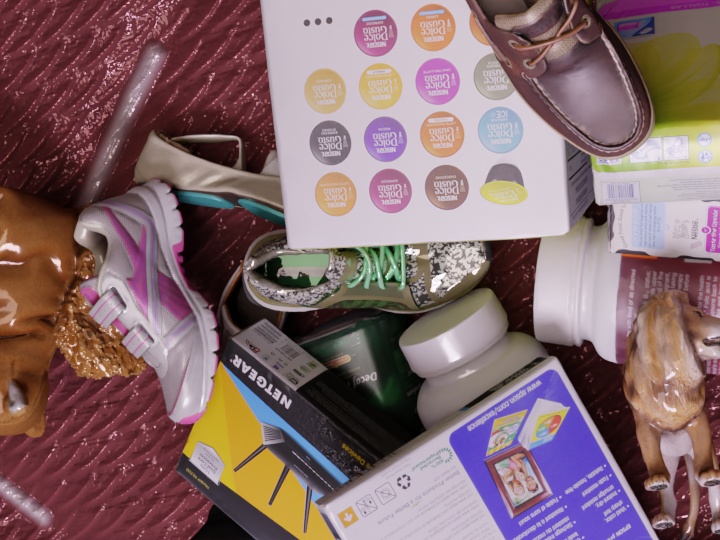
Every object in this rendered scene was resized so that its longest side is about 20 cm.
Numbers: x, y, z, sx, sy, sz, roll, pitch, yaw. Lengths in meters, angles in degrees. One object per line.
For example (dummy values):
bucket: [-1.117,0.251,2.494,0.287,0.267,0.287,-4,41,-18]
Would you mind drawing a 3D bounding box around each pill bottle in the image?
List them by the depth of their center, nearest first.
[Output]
pill bottle: [0.232,0.015,0.976,0.198,0.114,0.115,6,102,15]
pill bottle: [0.112,0.120,1.023,0.112,0.112,0.201,-25,101,20]

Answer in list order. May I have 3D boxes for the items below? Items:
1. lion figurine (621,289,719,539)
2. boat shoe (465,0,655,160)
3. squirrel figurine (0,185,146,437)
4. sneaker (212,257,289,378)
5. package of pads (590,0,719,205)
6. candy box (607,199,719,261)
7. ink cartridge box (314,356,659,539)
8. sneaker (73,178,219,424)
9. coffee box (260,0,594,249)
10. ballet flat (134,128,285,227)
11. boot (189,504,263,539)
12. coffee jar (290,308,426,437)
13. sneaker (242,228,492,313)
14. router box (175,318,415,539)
lion figurine: [0.220,0.106,0.928,0.072,0.201,0.124,-7,60,5]
boat shoe: [0.103,-0.149,0.796,0.072,0.072,0.201,-33,92,18]
squirrel figurine: [-0.263,0.041,1.104,0.198,0.142,0.189,-1,68,-9]
sneaker: [-0.104,0.064,1.107,0.072,0.085,0.202,22,108,10]
package of pads: [0.236,-0.124,0.902,0.153,0.201,0.069,-3,129,15]
candy box: [0.279,-0.068,0.929,0.198,0.137,0.061,4,130,16]
ink cartridge box: [0.101,0.196,0.937,0.197,0.043,0.201,-31,92,-9]
sneaker: [-0.174,0.029,1.050,0.081,0.087,0.202,-48,58,57]
coffee box: [0.060,-0.131,0.955,0.198,0.200,0.200,-2,101,17]
ballet flat: [-0.093,-0.075,1.090,0.198,0.069,0.070,15,105,15]
boot: [-0.056,0.258,1.089,0.202,0.154,0.074,30,116,11]
coffee jar: [0.019,0.133,1.081,0.104,0.085,0.202,-21,94,22]
sneaker: [0.000,0.000,0.998,0.198,0.089,0.078,-7,91,9]
router box: [-0.038,0.157,1.037,0.199,0.051,0.150,36,124,18]
